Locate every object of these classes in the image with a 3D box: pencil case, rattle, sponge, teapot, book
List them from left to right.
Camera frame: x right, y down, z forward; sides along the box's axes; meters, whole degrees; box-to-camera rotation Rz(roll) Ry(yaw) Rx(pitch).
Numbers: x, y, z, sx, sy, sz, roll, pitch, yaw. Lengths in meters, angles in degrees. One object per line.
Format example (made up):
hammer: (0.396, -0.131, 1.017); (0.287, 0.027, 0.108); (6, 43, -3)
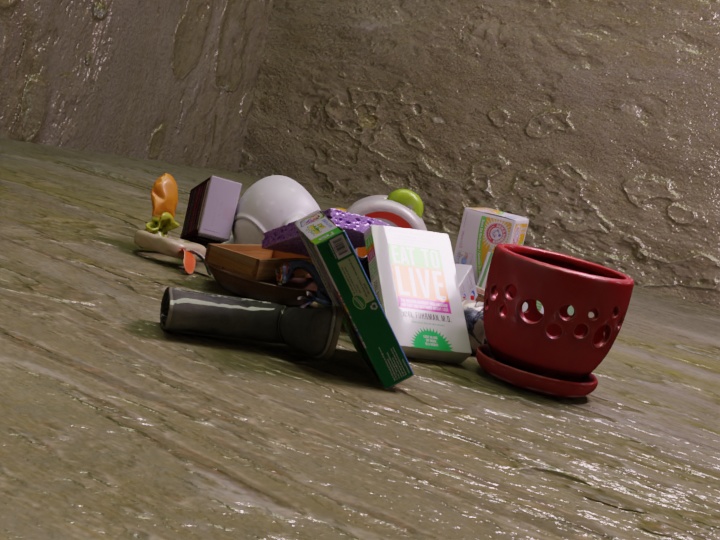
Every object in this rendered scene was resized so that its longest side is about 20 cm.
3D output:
rattle: (-0.301, -0.077, 1.862); (0.130, 0.143, 0.200); (32, -7, -23)
teapot: (-0.167, -0.066, 1.977); (0.197, 0.201, 0.146); (39, 57, 23)
sponge: (-0.056, -0.053, 1.686); (0.111, 0.030, 0.200); (12, -16, -34)
book: (0.078, 0.034, 1.576); (0.133, 0.201, 0.048); (8, -35, -28)
pencil case: (0.123, 0.070, 1.701); (0.199, 0.078, 0.089); (16, -4, 18)

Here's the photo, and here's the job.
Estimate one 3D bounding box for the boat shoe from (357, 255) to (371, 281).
boat shoe: (-0.001, 0.001, 1.729); (0.074, 0.066, 0.199); (-31, 1, -35)

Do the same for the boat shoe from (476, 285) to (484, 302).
boat shoe: (0.129, 0.057, 1.878); (0.199, 0.076, 0.074); (6, 12, 7)

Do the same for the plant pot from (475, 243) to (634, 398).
plant pot: (0.264, 0.072, 1.525); (0.199, 0.184, 0.200); (13, 7, -1)

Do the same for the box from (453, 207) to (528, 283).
box: (0.234, -0.012, 2.037); (0.101, 0.201, 0.112); (15, 8, 21)

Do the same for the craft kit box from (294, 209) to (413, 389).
craft kit box: (-0.012, 0.031, 1.373); (0.048, 0.201, 0.198); (-26, 13, -3)

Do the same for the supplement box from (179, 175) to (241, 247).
supplement box: (-0.281, -0.105, 2.024); (0.061, 0.110, 0.200); (14, -7, -19)

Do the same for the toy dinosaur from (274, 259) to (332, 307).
toy dinosaur: (-0.042, 0.041, 1.642); (0.181, 0.105, 0.200); (29, -17, 49)

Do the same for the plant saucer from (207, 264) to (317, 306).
plant saucer: (-0.152, 0.022, 1.754); (0.199, 0.037, 0.200); (13, 8, -2)

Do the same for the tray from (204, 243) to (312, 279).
tray: (-0.153, -0.014, 1.747); (0.098, 0.037, 0.200); (17, 9, 25)

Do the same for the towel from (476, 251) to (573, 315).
towel: (0.294, 0.056, 1.910); (0.199, 0.153, 0.023); (15, -22, 20)

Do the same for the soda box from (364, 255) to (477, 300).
soda box: (0.086, 0.026, 1.792); (0.199, 0.064, 0.068); (5, 38, 29)

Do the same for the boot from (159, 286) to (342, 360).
boot: (-0.136, 0.058, 1.330); (0.199, 0.073, 0.182); (18, -15, -19)

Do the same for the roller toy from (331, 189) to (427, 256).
roller toy: (0.035, -0.045, 2.024); (0.199, 0.184, 0.140); (-17, 8, 4)
